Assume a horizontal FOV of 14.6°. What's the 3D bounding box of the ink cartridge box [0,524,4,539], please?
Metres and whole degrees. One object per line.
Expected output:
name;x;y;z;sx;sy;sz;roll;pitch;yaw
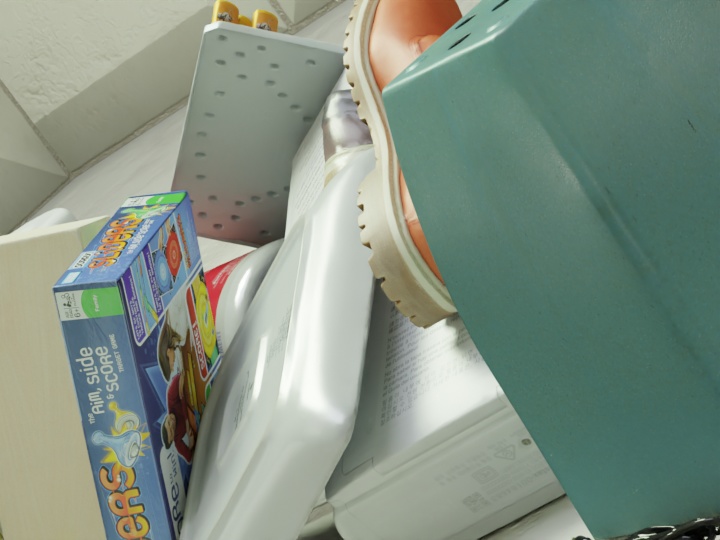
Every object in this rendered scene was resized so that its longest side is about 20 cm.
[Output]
ink cartridge box;-0.230;0.156;1.473;0.084;0.201;0.145;-31;11;13

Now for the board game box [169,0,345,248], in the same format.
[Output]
board game box;0.001;-0.066;1.551;0.200;0.198;0.026;109;170;-57

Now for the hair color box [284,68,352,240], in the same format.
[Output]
hair color box;0.000;0.000;1.438;0.109;0.064;0.201;123;159;-52

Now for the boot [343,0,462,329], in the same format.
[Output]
boot;0.054;-0.073;1.251;0.107;0.075;0.201;-32;42;22

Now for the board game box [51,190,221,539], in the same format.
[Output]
board game box;-0.098;0.077;1.389;0.034;0.201;0.135;-6;18;13

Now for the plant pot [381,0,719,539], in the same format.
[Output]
plant pot;0.112;-0.024;1.087;0.141;0.200;0.141;-42;10;-30

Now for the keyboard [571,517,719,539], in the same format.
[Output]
keyboard;0.080;0.134;0.999;0.200;0.021;0.127;-22;23;54

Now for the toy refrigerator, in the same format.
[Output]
toy refrigerator;-0.150;0.079;1.449;0.075;0.202;0.070;-11;6;12

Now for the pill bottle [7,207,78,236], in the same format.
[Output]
pill bottle;-0.147;0.075;1.548;0.111;0.200;0.111;-35;10;7

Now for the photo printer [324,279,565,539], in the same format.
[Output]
photo printer;0.063;0.019;1.266;0.166;0.069;0.201;-32;33;29

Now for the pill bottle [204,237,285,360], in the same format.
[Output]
pill bottle;-0.070;0.053;1.643;0.112;0.113;0.200;-43;11;-32

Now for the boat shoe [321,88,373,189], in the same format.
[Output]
boat shoe;0.077;-0.070;1.385;0.198;0.065;0.072;-6;-17;-8

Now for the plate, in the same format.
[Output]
plate;-0.043;0.065;1.308;0.200;0.032;0.201;-82;16;-48
